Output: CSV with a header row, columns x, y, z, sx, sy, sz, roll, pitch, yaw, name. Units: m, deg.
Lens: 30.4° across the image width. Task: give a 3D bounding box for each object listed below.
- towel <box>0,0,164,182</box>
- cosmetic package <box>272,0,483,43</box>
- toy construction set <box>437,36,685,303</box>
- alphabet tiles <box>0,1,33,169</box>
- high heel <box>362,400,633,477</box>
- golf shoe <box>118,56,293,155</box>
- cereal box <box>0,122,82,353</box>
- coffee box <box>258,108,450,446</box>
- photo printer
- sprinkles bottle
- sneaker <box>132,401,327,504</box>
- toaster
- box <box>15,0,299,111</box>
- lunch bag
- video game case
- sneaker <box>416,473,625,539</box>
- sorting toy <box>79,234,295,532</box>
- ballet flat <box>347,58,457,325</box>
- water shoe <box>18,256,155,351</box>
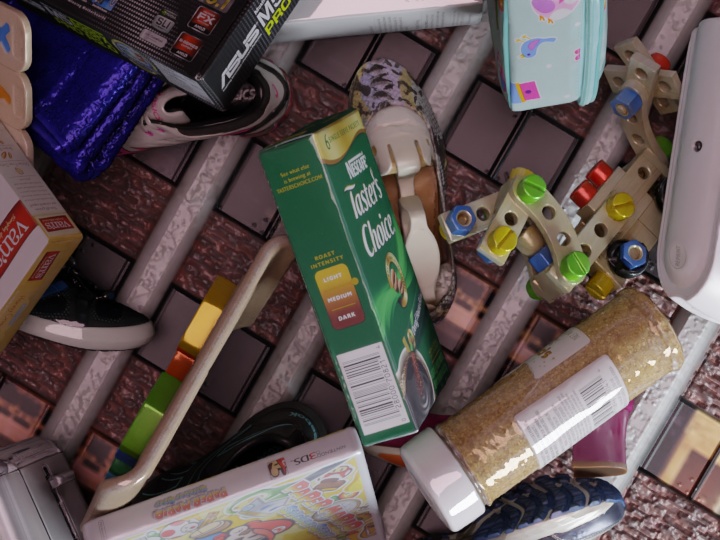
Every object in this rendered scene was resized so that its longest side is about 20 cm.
x,y,z,sx,sy,sz,roll,pitch,yaw,name
-0.219,-0.170,0.932,0.199,0.049,0.149,36,95,29,towel
-0.015,-0.224,0.943,0.196,0.085,0.110,-4,90,4,cosmetic package
0.161,-0.059,0.930,0.131,0.092,0.200,42,83,-1,toy construction set
-0.285,-0.147,0.928,0.194,0.015,0.203,27,124,35,alphabet tiles
0.100,0.099,0.972,0.196,0.068,0.098,2,68,4,high heel
-0.149,-0.124,0.951,0.197,0.092,0.074,-8,94,5,golf shoe
-0.288,-0.046,0.909,0.201,0.039,0.144,50,118,18,cereal box
0.000,0.000,0.872,0.043,0.123,0.203,-17,98,17,coffee box
0.287,-0.058,0.912,0.164,0.069,0.203,6,93,-29,photo printer
0.124,0.093,0.901,0.199,0.068,0.069,-34,90,-7,sprinkles bottle
-0.112,0.169,0.965,0.200,0.079,0.076,-42,92,5,sneaker
-0.278,0.204,0.953,0.198,0.113,0.131,-21,87,21,toaster
-0.126,-0.215,0.868,0.199,0.044,0.161,29,81,26,box
0.119,-0.217,0.882,0.076,0.161,0.203,-6,58,7,lunch bag
-0.076,0.179,0.900,0.179,0.201,0.023,-19,62,-4,video game case
0.107,0.218,0.966,0.198,0.077,0.086,-27,100,11,sneaker
-0.121,0.077,0.877,0.036,0.185,0.201,34,65,-2,sorting toy
0.035,-0.056,0.954,0.071,0.072,0.204,-9,91,3,ballet flat
-0.240,0.001,0.968,0.197,0.072,0.080,17,95,3,water shoe
